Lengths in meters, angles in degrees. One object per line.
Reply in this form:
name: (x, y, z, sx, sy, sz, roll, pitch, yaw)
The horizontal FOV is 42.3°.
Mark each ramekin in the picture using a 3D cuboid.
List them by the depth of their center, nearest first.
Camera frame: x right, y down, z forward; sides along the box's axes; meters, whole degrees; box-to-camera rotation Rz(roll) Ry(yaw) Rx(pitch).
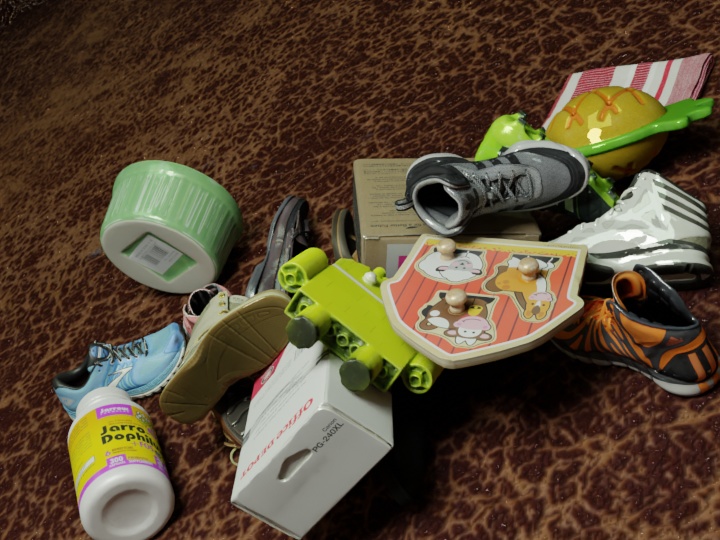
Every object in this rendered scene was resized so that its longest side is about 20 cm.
ramekin: (-0.277, -0.055, 1.345, 0.199, 0.200, 0.098, -10, 48, 31)

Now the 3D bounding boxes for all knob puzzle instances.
knob puzzle: (0.110, 0.018, 0.871, 0.217, 0.031, 0.220, -6, 33, 4)

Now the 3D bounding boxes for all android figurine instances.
android figurine: (0.005, 0.046, 0.903, 0.041, 0.182, 0.200, -55, -9, 25)

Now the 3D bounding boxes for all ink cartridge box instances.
ink cartridge box: (-0.043, 0.136, 0.907, 0.145, 0.083, 0.200, -48, 18, 22)
ink cartridge box: (0.093, -0.059, 1.081, 0.198, 0.076, 0.165, 0, 39, -4)

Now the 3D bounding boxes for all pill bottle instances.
pill bottle: (-0.287, 0.221, 1.093, 0.104, 0.105, 0.200, -36, 35, -3)

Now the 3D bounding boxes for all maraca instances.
maraca: (0.303, -0.161, 1.070, 0.199, 0.108, 0.137, -13, 19, 27)

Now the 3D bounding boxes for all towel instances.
towel: (0.337, -0.222, 1.195, 0.199, 0.023, 0.145, 1, 47, 40)

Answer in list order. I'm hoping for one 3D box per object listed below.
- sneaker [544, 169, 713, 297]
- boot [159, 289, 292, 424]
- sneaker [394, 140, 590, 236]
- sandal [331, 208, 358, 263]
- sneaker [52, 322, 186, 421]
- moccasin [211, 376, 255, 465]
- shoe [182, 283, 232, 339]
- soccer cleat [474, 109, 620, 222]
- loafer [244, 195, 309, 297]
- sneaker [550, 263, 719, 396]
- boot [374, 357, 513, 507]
sneaker: (0.261, -0.039, 0.966, 0.199, 0.076, 0.116, -2, 63, 25)
boot: (-0.139, 0.065, 1.046, 0.200, 0.072, 0.155, -43, 16, 23)
sneaker: (0.134, -0.081, 0.960, 0.198, 0.076, 0.114, -2, 23, 19)
sandal: (0.000, 0.000, 1.106, 0.054, 0.082, 0.201, -12, 35, 2)
sneaker: (-0.323, 0.129, 1.246, 0.199, 0.090, 0.079, -32, 34, 2)
moccasin: (-0.131, 0.172, 1.062, 0.073, 0.078, 0.201, -31, 27, -24)
shoe: (-0.198, 0.056, 1.224, 0.072, 0.091, 0.199, -47, 31, -17)
soccer cleat: (0.217, -0.092, 1.026, 0.081, 0.200, 0.068, -52, -1, 27)
loafer: (-0.097, -0.016, 1.273, 0.062, 0.072, 0.201, 7, 54, 18)
sneaker: (0.243, 0.037, 0.877, 0.078, 0.112, 0.199, -47, 37, -20)
boot: (0.080, 0.126, 0.938, 0.162, 0.074, 0.199, -30, 29, 8)
